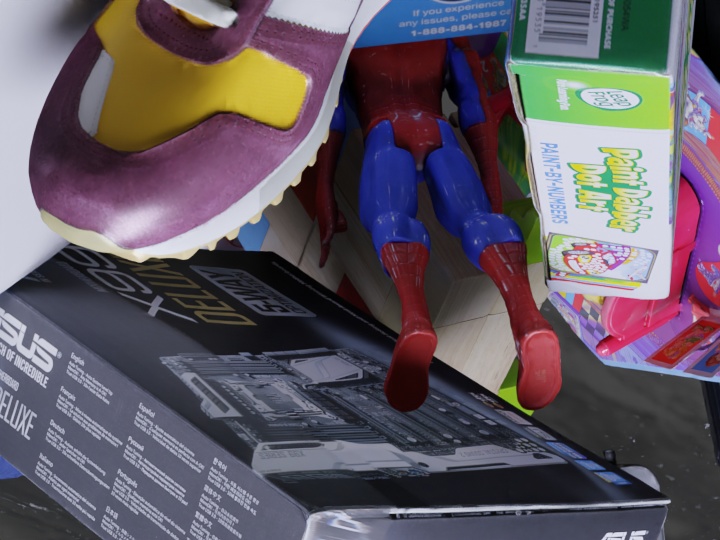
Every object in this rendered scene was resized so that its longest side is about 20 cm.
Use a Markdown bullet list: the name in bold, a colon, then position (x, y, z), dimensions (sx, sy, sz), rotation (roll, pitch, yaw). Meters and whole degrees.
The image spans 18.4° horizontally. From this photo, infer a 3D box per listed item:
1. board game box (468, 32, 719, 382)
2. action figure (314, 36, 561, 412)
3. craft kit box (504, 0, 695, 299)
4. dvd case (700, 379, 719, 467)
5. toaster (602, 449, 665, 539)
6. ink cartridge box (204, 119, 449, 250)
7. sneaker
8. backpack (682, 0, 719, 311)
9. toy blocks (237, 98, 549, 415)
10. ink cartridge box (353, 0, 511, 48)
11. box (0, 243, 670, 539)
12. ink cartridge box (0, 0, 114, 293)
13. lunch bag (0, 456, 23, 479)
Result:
- **board game box**: position (0.081, -0.021, 0.811), dimensions (0.039, 0.159, 0.200), rotation (-30, -165, -22)
- **action figure**: position (0.017, -0.032, 0.732), dimensions (0.065, 0.200, 0.052), rotation (-3, 133, -8)
- **craft kit box**: position (0.076, -0.113, 0.628), dimensions (0.048, 0.201, 0.198), rotation (5, 166, 6)
- **dvd case**: position (0.232, 0.006, 0.908), dimensions (0.199, 0.143, 0.018), rotation (-7, 148, 1)
- **toaster**: position (0.038, 0.154, 1.054), dimensions (0.180, 0.119, 0.200), rotation (-7, 176, -9)
- **ink cartridge box**: position (-0.046, 0.003, 0.963), dimensions (0.160, 0.050, 0.201), rotation (3, 125, -12)
- **sneaker**: position (-0.023, -0.094, 0.577), dimensions (0.075, 0.200, 0.090), rotation (25, 152, 25)
- **backpack**: position (0.193, -0.028, 0.809), dimensions (0.153, 0.200, 0.176), rotation (-20, 148, -19)
- **toy blocks**: position (0.000, 0.000, 0.851), dimensions (0.100, 0.137, 0.200), rotation (-12, 144, -31)
- **ink cartridge box**: position (-0.013, -0.164, 0.688), dimensions (0.144, 0.085, 0.200), rotation (-6, 144, -2)
- **box**: position (-0.030, 0.049, 0.690), dimensions (0.157, 0.200, 0.050), rotation (5, 109, -45)
- **ink cartridge box**: position (-0.153, -0.104, 0.658), dimensions (0.125, 0.200, 0.129), rotation (-39, 153, -27)
- **lunch bag**: position (-0.140, -0.021, 0.814), dimensions (0.132, 0.136, 0.200), rotation (-11, 136, 3)
